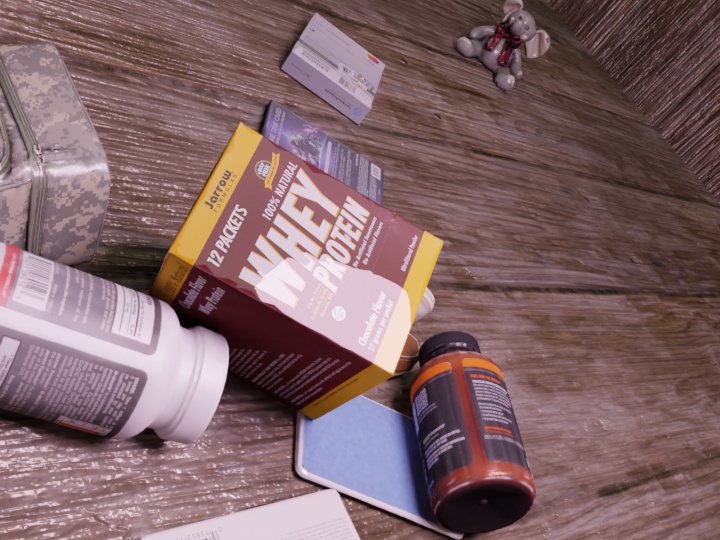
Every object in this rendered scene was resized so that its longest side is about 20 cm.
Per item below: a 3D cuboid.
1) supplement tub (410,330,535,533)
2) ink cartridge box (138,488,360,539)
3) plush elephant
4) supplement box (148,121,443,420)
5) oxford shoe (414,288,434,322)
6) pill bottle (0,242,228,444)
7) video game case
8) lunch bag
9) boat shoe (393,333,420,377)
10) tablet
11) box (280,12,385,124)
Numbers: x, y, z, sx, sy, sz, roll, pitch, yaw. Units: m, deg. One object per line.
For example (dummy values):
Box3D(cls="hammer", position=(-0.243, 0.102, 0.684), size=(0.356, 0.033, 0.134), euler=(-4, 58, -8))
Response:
Box3D(cls="supplement tub", position=(0.109, 0.159, 0.870), size=(0.106, 0.107, 0.201), euler=(23, 37, -27))
Box3D(cls="ink cartridge box", position=(-0.060, 0.269, 0.638), size=(0.199, 0.045, 0.177), euler=(1, 49, -46))
Box3D(cls="plush elephant", position=(0.346, -0.536, 1.944), size=(0.165, 0.155, 0.200), euler=(43, 32, 3))
Box3D(cls="supplement box", position=(-0.070, 0.013, 0.747), size=(0.199, 0.197, 0.134), euler=(29, 62, -10))
Box3D(cls="oxford shoe", position=(0.000, 0.000, 1.016), size=(0.199, 0.075, 0.058), euler=(39, 68, -2))
Box3D(cls="pill bottle", position=(-0.212, 0.065, 0.655), size=(0.199, 0.116, 0.117), euler=(24, 36, -27))
Box3D(cls="video game case", position=(-0.053, -0.151, 1.180), size=(0.199, 0.019, 0.144), euler=(29, 34, -18))
Box3D(cls="lunch bag", position=(-0.324, -0.095, 0.718), size=(0.166, 0.140, 0.201), euler=(-11, 56, -33))
Box3D(cls="boat shoe", position=(-0.010, 0.059, 0.918), size=(0.199, 0.074, 0.076), euler=(21, 37, -30))
Box3D(cls="tablet", position=(0.021, 0.188, 0.854), size=(0.199, 0.014, 0.131), euler=(27, 35, -21))
Box3D(cls="box", position=(-0.040, -0.341, 1.403), size=(0.155, 0.041, 0.201), euler=(34, 33, -13))
